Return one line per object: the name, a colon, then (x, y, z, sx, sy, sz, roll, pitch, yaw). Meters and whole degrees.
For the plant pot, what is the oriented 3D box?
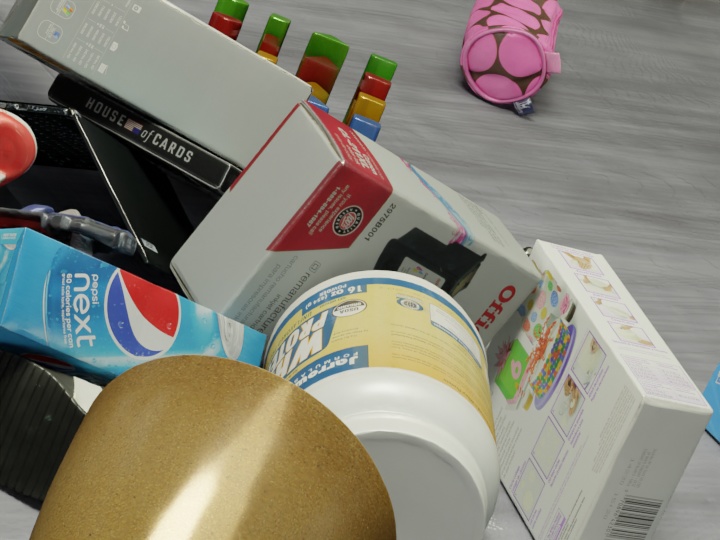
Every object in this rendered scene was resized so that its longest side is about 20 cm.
plant pot: (-0.102, 0.172, 1.277, 0.186, 0.187, 0.200, 26, 36, 7)

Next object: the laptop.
laptop: (-0.199, -0.046, 1.735, 0.200, 0.103, 0.177, 6, -10, 17)

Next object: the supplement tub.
supplement tub: (0.011, 0.102, 1.537, 0.144, 0.145, 0.200, 19, 23, -10)

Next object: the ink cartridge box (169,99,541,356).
ink cartridge box: (0.000, 0.000, 1.674, 0.200, 0.146, 0.083, 29, 17, -38)

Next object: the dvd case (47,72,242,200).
dvd case: (-0.128, -0.079, 1.832, 0.150, 0.025, 0.200, 28, -1, 18)

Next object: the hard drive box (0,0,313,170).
hard drive box: (-0.149, -0.149, 1.800, 0.200, 0.077, 0.156, 29, -1, -14)

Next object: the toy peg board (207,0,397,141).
toy peg board: (-0.061, -0.140, 1.992, 0.200, 0.098, 0.199, 21, 11, -4)

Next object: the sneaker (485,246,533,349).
sneaker: (0.056, 0.013, 1.849, 0.200, 0.080, 0.074, 0, 34, -39)

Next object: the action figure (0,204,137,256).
action figure: (-0.251, 0.005, 1.615, 0.200, 0.105, 0.193, 7, 0, 44)

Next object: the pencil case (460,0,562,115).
pencil case: (0.150, -0.225, 2.425, 0.094, 0.091, 0.200, -10, 23, 11)

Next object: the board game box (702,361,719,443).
board game box: (0.385, 0.145, 1.896, 0.200, 0.056, 0.196, 4, 31, -38)

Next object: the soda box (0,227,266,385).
soda box: (-0.154, 0.037, 1.527, 0.068, 0.064, 0.200, -3, -21, 45)

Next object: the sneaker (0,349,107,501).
sneaker: (-0.151, 0.106, 1.491, 0.200, 0.074, 0.089, 29, 10, 8)

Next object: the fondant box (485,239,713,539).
fondant box: (0.146, 0.093, 1.678, 0.058, 0.144, 0.200, 10, 27, -26)

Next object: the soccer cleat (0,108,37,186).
soccer cleat: (-0.308, -0.080, 1.659, 0.200, 0.069, 0.085, -8, 15, 7)
